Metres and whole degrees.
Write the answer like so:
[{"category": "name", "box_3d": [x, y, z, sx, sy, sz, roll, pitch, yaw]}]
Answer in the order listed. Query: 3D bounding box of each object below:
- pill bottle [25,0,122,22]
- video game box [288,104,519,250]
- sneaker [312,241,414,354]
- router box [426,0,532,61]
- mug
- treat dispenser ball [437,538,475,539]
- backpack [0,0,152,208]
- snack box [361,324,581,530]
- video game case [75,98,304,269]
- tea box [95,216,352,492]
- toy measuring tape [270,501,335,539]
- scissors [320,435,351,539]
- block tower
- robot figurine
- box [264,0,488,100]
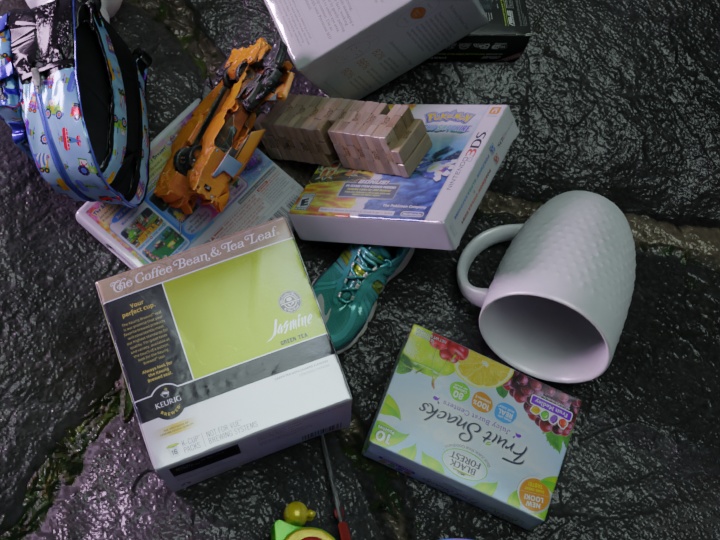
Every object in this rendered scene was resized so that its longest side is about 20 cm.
[{"category": "pill bottle", "box_3d": [-0.318, -0.342, 1.540, 0.109, 0.111, 0.203, 2, 66, -12]}, {"category": "video game box", "box_3d": [0.047, -0.105, 1.484, 0.198, 0.047, 0.183, 4, 46, 33]}, {"category": "sneaker", "box_3d": [0.000, 0.000, 1.482, 0.077, 0.080, 0.201, 32, 64, 2]}, {"category": "router box", "box_3d": [0.113, -0.350, 1.670, 0.148, 0.062, 0.203, -1, 67, -13]}, {"category": "mug", "box_3d": [0.200, 0.003, 1.504, 0.197, 0.149, 0.177, 9, 52, 24]}, {"category": "treat dispenser ball", "box_3d": [0.091, 0.351, 1.282, 0.198, 0.201, 0.204, 5, 66, -11]}, {"category": "backpack", "box_3d": [-0.292, -0.158, 1.428, 0.133, 0.183, 0.203, -13, 71, 9]}, {"category": "snack box", "box_3d": [0.117, 0.164, 1.451, 0.198, 0.053, 0.144, 24, 65, -2]}, {"category": "video game case", "box_3d": [-0.175, -0.065, 1.502, 0.182, 0.024, 0.200, 40, 65, 6]}, {"category": "tea box", "box_3d": [-0.131, 0.084, 1.362, 0.197, 0.134, 0.199, -18, 74, -7]}, {"category": "toy measuring tape", "box_3d": [-0.046, 0.322, 1.337, 0.072, 0.074, 0.203, -1, 67, -13]}, {"category": "scissors", "box_3d": [-0.020, 0.259, 1.394, 0.014, 0.074, 0.201, -14, 46, -5]}, {"category": "block tower", "box_3d": [-0.021, -0.148, 1.492, 0.198, 0.054, 0.058, 10, 50, 38]}, {"category": "robot figurine", "box_3d": [-0.139, -0.157, 1.469, 0.058, 0.144, 0.202, 38, 70, -30]}, {"category": "box", "box_3d": [0.019, -0.291, 1.529, 0.198, 0.152, 0.107, -29, 72, 12]}]
